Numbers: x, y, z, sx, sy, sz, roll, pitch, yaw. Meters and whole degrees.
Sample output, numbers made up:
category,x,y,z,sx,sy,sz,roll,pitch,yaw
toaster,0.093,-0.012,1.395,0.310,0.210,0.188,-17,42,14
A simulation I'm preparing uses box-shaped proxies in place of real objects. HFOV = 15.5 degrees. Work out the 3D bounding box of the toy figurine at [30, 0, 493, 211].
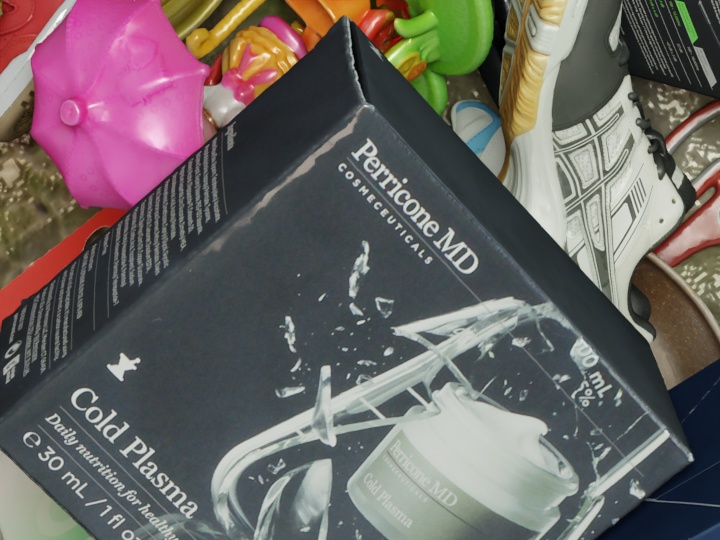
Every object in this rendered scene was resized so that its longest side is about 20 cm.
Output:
category,x,y,z,sx,sy,sz,roll,pitch,yaw
toy figurine,-0.058,-0.088,1.144,0.184,0.200,0.150,-36,63,-18

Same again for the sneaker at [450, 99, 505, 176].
category,x,y,z,sx,sy,sz,roll,pitch,yaw
sneaker,0.000,0.000,1.247,0.199,0.077,0.081,-34,77,-4

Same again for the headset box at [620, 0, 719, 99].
category,x,y,z,sx,sy,sz,roll,pitch,yaw
headset box,0.186,-0.162,1.125,0.199,0.093,0.174,20,59,45

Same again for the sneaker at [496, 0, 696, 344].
category,x,y,z,sx,sy,sz,roll,pitch,yaw
sneaker,0.101,-0.055,1.117,0.087,0.076,0.201,5,118,-3

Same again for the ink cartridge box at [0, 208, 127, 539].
category,x,y,z,sx,sy,sz,roll,pitch,yaw
ink cartridge box,-0.108,0.035,1.212,0.161,0.050,0.201,-37,51,12

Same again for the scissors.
category,x,y,z,sx,sy,sz,roll,pitch,yaw
scissors,0.125,-0.004,1.262,0.200,0.014,0.073,-37,90,8

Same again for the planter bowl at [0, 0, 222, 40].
category,x,y,z,sx,sy,sz,roll,pitch,yaw
planter bowl,-0.135,-0.189,1.252,0.199,0.083,0.202,0,93,7

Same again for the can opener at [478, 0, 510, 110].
category,x,y,z,sx,sy,sz,roll,pitch,yaw
can opener,0.077,-0.090,1.221,0.078,0.063,0.201,-22,73,-22

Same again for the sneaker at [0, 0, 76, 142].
category,x,y,z,sx,sy,sz,roll,pitch,yaw
sneaker,-0.143,-0.164,1.176,0.112,0.071,0.201,32,88,1

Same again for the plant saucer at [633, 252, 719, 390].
category,x,y,z,sx,sy,sz,roll,pitch,yaw
plant saucer,0.074,0.074,1.191,0.199,0.037,0.202,0,94,3

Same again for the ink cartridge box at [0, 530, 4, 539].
category,x,y,z,sx,sy,sz,roll,pitch,yaw
ink cartridge box,-0.181,0.170,1.254,0.067,0.117,0.201,-10,91,7

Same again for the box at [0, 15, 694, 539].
category,x,y,z,sx,sy,sz,roll,pitch,yaw
box,-0.010,0.046,1.050,0.196,0.124,0.200,-41,109,10

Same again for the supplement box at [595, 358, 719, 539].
category,x,y,z,sx,sy,sz,roll,pitch,yaw
supplement box,0.142,0.178,1.093,0.200,0.134,0.200,-34,107,25
